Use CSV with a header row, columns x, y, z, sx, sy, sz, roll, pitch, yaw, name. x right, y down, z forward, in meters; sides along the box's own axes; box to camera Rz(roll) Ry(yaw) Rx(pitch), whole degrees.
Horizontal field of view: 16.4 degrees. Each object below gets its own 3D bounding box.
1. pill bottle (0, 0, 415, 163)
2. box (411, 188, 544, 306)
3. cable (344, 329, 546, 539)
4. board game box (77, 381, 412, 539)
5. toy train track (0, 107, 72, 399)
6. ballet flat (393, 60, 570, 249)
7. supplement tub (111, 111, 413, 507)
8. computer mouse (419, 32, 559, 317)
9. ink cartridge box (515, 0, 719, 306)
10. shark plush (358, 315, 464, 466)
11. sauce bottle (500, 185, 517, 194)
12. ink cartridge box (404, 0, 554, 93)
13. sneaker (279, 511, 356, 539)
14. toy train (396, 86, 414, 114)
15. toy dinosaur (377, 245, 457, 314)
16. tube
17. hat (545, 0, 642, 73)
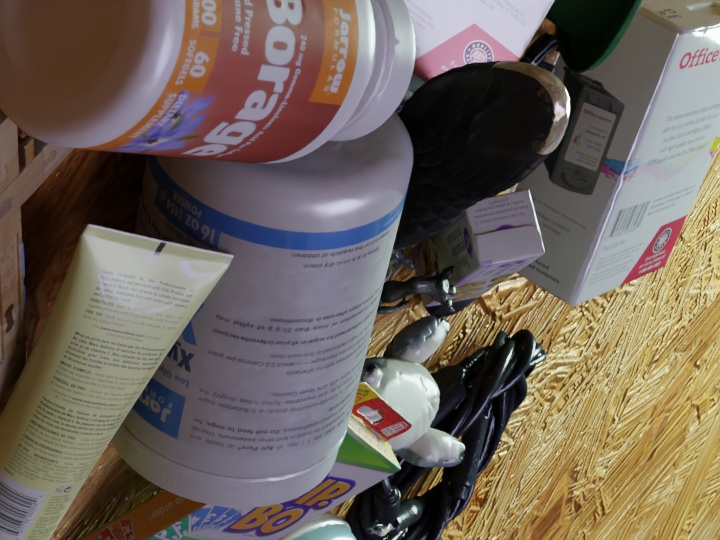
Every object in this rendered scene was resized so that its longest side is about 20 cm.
x,y,z,sx,sy,sz,roll,pitch,yaw,name
-0.065,-0.105,1.110,0.200,0.112,0.112,1,118,-54,pill bottle
0.066,-0.011,1.477,0.041,0.039,0.200,-12,174,-10,box
0.066,0.123,1.736,0.200,0.051,0.163,-42,152,-33,cable
-0.066,0.130,1.406,0.200,0.030,0.096,-33,153,7,board game box
-0.174,-0.010,1.147,0.115,0.032,0.200,-51,162,-33,toy train track
0.050,-0.062,1.261,0.057,0.067,0.200,-20,175,-31,ballet flat
-0.054,0.005,1.267,0.132,0.132,0.200,-31,143,-46,supplement tub
0.089,-0.056,1.590,0.059,0.034,0.200,-14,130,-57,computer mouse
0.174,-0.092,1.648,0.148,0.086,0.200,-17,132,-56,ink cartridge box
-0.013,0.095,1.504,0.200,0.083,0.091,-28,107,-54,shark plush
0.023,-0.058,1.425,0.200,0.066,0.066,-6,124,-59,sauce bottle
0.058,-0.194,1.268,0.116,0.067,0.200,34,87,-37,ink cartridge box
-0.036,0.234,1.573,0.200,0.130,0.080,-33,145,-45,sneaker
0.048,-0.092,1.378,0.046,0.034,0.200,-32,158,34,toy train
0.000,0.000,1.422,0.200,0.088,0.048,15,72,-65,toy dinosaur
-0.136,0.057,1.215,0.058,0.052,0.200,-34,160,-55,tube
0.067,-0.206,1.388,0.200,0.176,0.166,-96,-157,-59,hat
